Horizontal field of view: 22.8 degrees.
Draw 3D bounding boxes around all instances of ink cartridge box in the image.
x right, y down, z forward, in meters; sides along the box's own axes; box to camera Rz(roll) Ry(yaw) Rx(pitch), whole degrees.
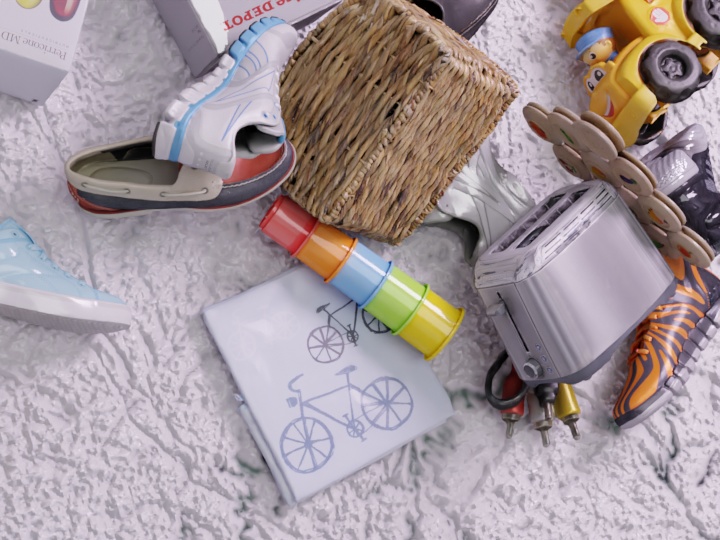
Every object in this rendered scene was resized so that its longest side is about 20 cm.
[{"bbox_3d":[-0.129,-0.299,1.634,0.146,0.086,0.200,-29,92,-25],"label":"ink cartridge box"}]

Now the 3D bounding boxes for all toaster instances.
[{"bbox_3d":[0.199,0.005,1.644,0.200,0.114,0.129,-40,106,-27],"label":"toaster"}]

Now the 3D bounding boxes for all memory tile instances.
[{"bbox_3d":[0.237,-0.078,1.658,0.017,0.153,0.200,-47,115,-10],"label":"memory tile"}]

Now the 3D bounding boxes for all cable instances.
[{"bbox_3d":[0.161,0.068,1.717,0.097,0.050,0.200,3,65,-8],"label":"cable"}]

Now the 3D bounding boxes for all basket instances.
[{"bbox_3d":[0.015,-0.142,1.622,0.143,0.149,0.200,43,104,28],"label":"basket"}]

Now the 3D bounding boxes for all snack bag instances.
[{"bbox_3d":[-0.033,0.087,1.630,0.188,0.021,0.200,-27,87,-26],"label":"snack bag"}]

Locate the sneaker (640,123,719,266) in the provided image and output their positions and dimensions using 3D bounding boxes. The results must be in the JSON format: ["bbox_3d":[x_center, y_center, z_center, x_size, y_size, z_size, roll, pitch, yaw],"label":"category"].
[{"bbox_3d":[0.324,-0.070,1.746,0.114,0.075,0.200,54,23,-5],"label":"sneaker"}]

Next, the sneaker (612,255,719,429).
[{"bbox_3d":[0.276,0.058,1.745,0.112,0.078,0.200,43,56,-5],"label":"sneaker"}]

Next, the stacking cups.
[{"bbox_3d":[0.000,0.000,1.628,0.200,0.061,0.061,37,67,-6],"label":"stacking cups"}]

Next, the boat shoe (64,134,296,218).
[{"bbox_3d":[-0.156,-0.091,1.551,0.200,0.063,0.071,-9,62,0],"label":"boat shoe"}]

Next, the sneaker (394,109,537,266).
[{"bbox_3d":[0.082,-0.090,1.687,0.099,0.078,0.200,-39,95,-21],"label":"sneaker"}]

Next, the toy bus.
[{"bbox_3d":[0.270,-0.244,1.776,0.192,0.136,0.200,42,69,4],"label":"toy bus"}]

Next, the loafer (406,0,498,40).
[{"bbox_3d":[0.066,-0.235,1.710,0.200,0.072,0.073,-38,94,-26],"label":"loafer"}]

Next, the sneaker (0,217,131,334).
[{"bbox_3d":[-0.284,-0.002,1.513,0.200,0.074,0.082,16,76,-20],"label":"sneaker"}]

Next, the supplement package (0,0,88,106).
[{"bbox_3d":[-0.290,-0.262,1.544,0.114,0.110,0.200,17,73,-19],"label":"supplement package"}]

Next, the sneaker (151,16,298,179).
[{"bbox_3d":[-0.094,-0.140,1.526,0.087,0.075,0.200,28,49,9],"label":"sneaker"}]
